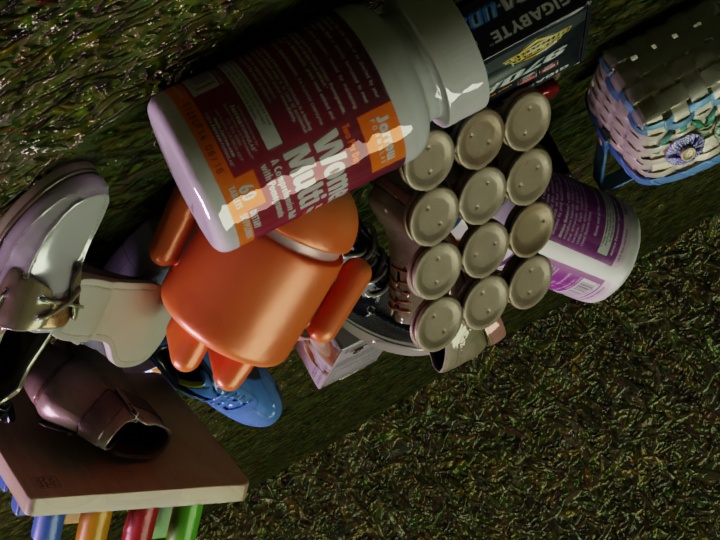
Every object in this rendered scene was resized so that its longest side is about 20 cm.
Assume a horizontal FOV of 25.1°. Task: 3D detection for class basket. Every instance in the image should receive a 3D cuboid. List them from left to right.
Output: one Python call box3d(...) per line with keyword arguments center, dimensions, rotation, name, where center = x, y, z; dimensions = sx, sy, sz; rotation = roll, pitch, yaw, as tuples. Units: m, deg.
box3d(center=(0.301, -0.154, 1.557), dimensions=(0.176, 0.140, 0.200), rotation=(-28, 161, 1), name="basket")

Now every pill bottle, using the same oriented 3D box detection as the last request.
box3d(center=(-0.025, -0.102, 1.029), dimensions=(0.199, 0.110, 0.110), rotation=(-27, 170, -9), name="pill bottle")
box3d(center=(0.169, -0.048, 1.600), dimensions=(0.199, 0.113, 0.112), rotation=(20, 143, -26), name="pill bottle")

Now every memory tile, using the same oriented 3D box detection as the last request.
box3d(center=(0.095, -0.040, 1.295), dimensions=(0.153, 0.017, 0.201), rotation=(-24, 126, -29), name="memory tile")

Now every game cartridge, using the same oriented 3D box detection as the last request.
box3d(center=(-0.154, -0.006, 1.355), dimensions=(0.133, 0.042, 0.200), rotation=(-28, 171, -28), name="game cartridge")

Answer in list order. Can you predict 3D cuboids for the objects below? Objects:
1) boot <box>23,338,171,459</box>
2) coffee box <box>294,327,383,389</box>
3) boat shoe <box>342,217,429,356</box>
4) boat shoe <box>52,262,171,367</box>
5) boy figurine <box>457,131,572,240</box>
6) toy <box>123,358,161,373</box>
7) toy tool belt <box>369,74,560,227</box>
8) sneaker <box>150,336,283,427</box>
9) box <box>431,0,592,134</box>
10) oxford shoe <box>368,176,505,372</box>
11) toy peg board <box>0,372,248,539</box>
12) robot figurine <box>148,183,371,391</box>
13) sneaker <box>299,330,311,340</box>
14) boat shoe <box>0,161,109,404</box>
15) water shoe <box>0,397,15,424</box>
box3d(center=(-0.218, 0.104, 1.386), dimensions=(0.070, 0.146, 0.200), rotation=(-58, 159, 14), name="boot")
box3d(center=(-0.026, 0.042, 1.706), dimensions=(0.079, 0.115, 0.200), rotation=(-26, 170, -14), name="coffee box")
box3d(center=(0.000, 0.000, 1.398), dimensions=(0.075, 0.199, 0.093), rotation=(-65, -177, -31), name="boat shoe")
box3d(center=(-0.205, 0.025, 1.249), dimensions=(0.073, 0.062, 0.200), rotation=(-60, 160, 1), name="boat shoe")
box3d(center=(0.126, -0.072, 1.701), dimensions=(0.199, 0.065, 0.124), rotation=(-30, 168, 11), name="boy figurine")
box3d(center=(-0.169, 0.088, 1.607), dimensions=(0.199, 0.047, 0.115), rotation=(-25, -169, -16), name="toy")
box3d(center=(0.107, -0.090, 1.395), dimensions=(0.199, 0.123, 0.125), rotation=(-33, 170, 19), name="toy tool belt")
box3d(center=(-0.140, 0.104, 1.513), dimensions=(0.066, 0.079, 0.200), rotation=(-27, 131, 17), name="sneaker")
box3d(center=(0.077, -0.152, 1.231), dimensions=(0.199, 0.046, 0.159), rotation=(-29, 170, 1), name="box")
box3d(center=(0.052, 0.008, 1.346), dimensions=(0.074, 0.200, 0.071), rotation=(-39, -148, -8), name="oxford shoe")
box3d(center=(-0.233, 0.180, 1.403), dimensions=(0.198, 0.200, 0.098), rotation=(0, 115, -33), name="toy peg board")
box3d(center=(-0.075, -0.008, 1.234), dimensions=(0.201, 0.144, 0.117), rotation=(-59, 163, 16), name="robot figurine")
box3d(center=(-0.096, 0.036, 1.519), dimensions=(0.075, 0.105, 0.200), rotation=(-20, 168, -46), name="sneaker")
box3d(center=(-0.220, 0.012, 1.105), dimensions=(0.075, 0.069, 0.200), rotation=(-13, 149, -50), name="boat shoe")
box3d(center=(-0.293, 0.076, 1.255), dimensions=(0.071, 0.079, 0.200), rotation=(-26, 169, -14), name="water shoe")
